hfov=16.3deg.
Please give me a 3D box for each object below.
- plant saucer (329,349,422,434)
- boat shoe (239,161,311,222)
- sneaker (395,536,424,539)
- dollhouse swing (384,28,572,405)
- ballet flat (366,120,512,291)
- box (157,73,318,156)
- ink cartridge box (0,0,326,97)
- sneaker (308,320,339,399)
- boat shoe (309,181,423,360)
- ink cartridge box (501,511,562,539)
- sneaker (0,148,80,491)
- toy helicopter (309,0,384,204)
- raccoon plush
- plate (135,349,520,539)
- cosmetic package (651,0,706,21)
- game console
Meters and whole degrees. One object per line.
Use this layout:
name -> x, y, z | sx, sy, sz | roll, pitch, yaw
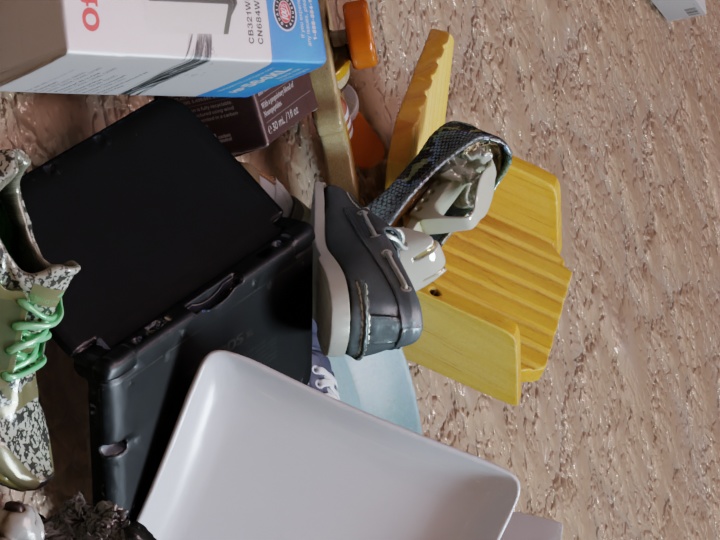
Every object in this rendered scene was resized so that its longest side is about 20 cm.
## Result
plant saucer -> -0.014, 0.089, 1.764 | 0.201, 0.038, 0.202 | 49, 31, -45
boat shoe -> -0.096, 0.014, 1.596 | 0.068, 0.075, 0.201 | 41, 43, -21
sneaker -> -0.033, 0.183, 1.521 | 0.066, 0.199, 0.091 | -6, 101, -72
dollhouse swing -> 0.095, -0.050, 1.897 | 0.200, 0.181, 0.176 | -68, -178, -51
ballet flat -> 0.041, -0.030, 1.734 | 0.200, 0.074, 0.074 | -55, 134, -29
box -> -0.099, -0.181, 1.652 | 0.100, 0.074, 0.201 | -44, 119, -62
ink cartridge box -> -0.128, -0.183, 1.486 | 0.199, 0.084, 0.147 | -3, 82, -44
sneaker -> -0.024, 0.104, 1.607 | 0.070, 0.108, 0.201 | 36, 63, -60
boat shoe -> 0.000, 0.000, 1.564 | 0.200, 0.061, 0.073 | -104, -165, -68
ink cartridge box -> 0.050, 0.266, 1.670 | 0.126, 0.128, 0.201 | -73, 174, -55
sneaker -> -0.189, 0.023, 1.342 | 0.077, 0.088, 0.201 | -44, 121, -63
toy helicopter -> -0.019, -0.093, 1.774 | 0.132, 0.078, 0.202 | -86, 167, -87
raccoon plush -> -0.163, 0.212, 1.334 | 0.134, 0.096, 0.201 | -31, 109, -57
plate -> -0.035, 0.168, 1.449 | 0.032, 0.198, 0.201 | -103, -143, -80
cosmetic package -> 0.315, -0.344, 2.688 | 0.200, 0.050, 0.083 | 37, 50, -58
game console -> -0.127, 0.023, 1.478 | 0.200, 0.116, 0.177 | -35, 136, -45
